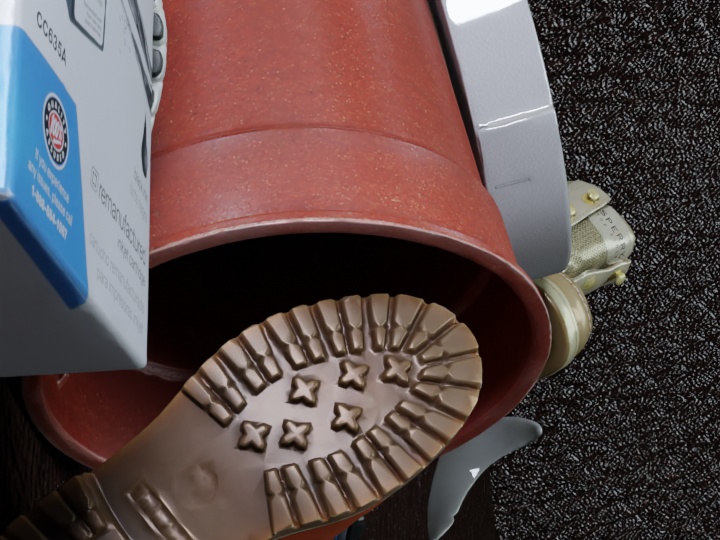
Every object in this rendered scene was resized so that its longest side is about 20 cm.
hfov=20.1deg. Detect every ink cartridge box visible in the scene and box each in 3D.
[{"bbox_3d":[-0.113,-0.085,0.579,0.147,0.085,0.201,68,21,-69],"label":"ink cartridge box"}]

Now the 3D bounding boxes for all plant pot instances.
[{"bbox_3d":[-0.039,-0.042,0.813,0.201,0.200,0.196,76,4,-57],"label":"plant pot"}]

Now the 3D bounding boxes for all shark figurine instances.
[{"bbox_3d":[0.000,0.014,0.985,0.128,0.089,0.215,22,-46,63],"label":"shark figurine"}]

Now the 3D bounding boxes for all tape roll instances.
[{"bbox_3d":[0.050,-0.092,0.920,0.203,0.037,0.204,165,-90,-87],"label":"tape roll"}]

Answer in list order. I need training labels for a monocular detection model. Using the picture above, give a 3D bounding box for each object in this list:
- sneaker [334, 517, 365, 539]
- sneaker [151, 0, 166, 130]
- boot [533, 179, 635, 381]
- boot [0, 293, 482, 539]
[{"bbox_3d":[-0.057,0.162,1.011,0.075,0.086,0.201,1,109,-52],"label":"sneaker"},{"bbox_3d":[-0.101,-0.095,0.724,0.090,0.078,0.201,77,12,-70],"label":"sneaker"},{"bbox_3d":[0.092,0.002,1.075,0.200,0.155,0.073,-1,-73,59],"label":"boot"},{"bbox_3d":[-0.044,0.082,0.732,0.075,0.199,0.107,55,-9,17],"label":"boot"}]
